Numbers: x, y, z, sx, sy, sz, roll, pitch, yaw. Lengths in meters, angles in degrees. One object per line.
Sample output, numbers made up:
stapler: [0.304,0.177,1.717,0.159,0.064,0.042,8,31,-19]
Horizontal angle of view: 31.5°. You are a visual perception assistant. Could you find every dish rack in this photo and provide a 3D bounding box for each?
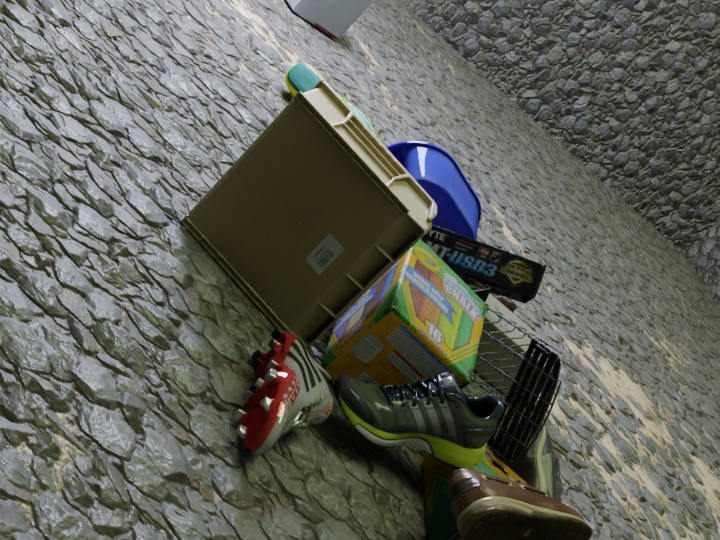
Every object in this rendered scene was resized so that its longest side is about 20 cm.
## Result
dish rack: [0.151,0.117,1.466,0.054,0.155,0.200,8,20,-44]

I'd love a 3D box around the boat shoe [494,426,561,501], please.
boat shoe: [0.205,0.245,1.527,0.066,0.071,0.201,53,17,-13]

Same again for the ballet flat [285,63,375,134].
ballet flat: [-0.045,-0.240,1.992,0.200,0.067,0.067,48,-22,12]

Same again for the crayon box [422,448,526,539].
crayon box: [0.127,0.259,1.337,0.126,0.052,0.200,41,19,-16]

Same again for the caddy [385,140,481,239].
caddy: [0.088,-0.091,1.798,0.201,0.140,0.106,54,25,-34]

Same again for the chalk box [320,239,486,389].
chalk box: [0.054,0.059,1.416,0.124,0.124,0.201,41,31,-14]

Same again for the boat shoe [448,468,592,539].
boat shoe: [0.159,0.237,1.257,0.199,0.072,0.068,25,30,-43]

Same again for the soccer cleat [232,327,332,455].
soccer cleat: [-0.064,0.120,1.178,0.085,0.069,0.200,38,15,-11]

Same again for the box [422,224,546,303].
box: [0.129,-0.012,1.614,0.198,0.050,0.198,19,-1,6]

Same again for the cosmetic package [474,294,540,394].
cosmetic package: [0.174,0.089,1.771,0.200,0.073,0.104,40,19,-23]

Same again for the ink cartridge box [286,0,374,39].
ink cartridge box: [-0.082,-0.590,2.510,0.145,0.145,0.201,24,29,-48]

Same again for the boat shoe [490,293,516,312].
boat shoe: [0.194,0.015,1.965,0.074,0.075,0.203,33,22,-34]

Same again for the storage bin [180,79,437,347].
storage bin: [-0.051,-0.058,1.363,0.199,0.200,0.094,47,19,2]

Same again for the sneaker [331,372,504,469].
sneaker: [0.059,0.134,1.291,0.198,0.081,0.074,19,25,-32]
